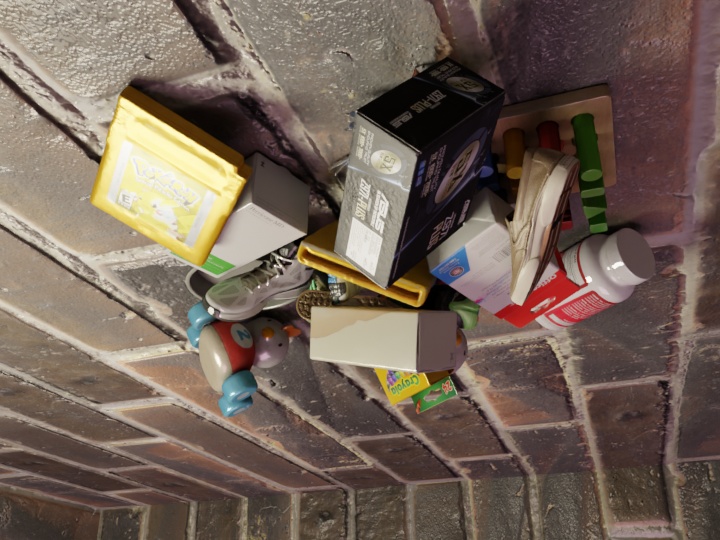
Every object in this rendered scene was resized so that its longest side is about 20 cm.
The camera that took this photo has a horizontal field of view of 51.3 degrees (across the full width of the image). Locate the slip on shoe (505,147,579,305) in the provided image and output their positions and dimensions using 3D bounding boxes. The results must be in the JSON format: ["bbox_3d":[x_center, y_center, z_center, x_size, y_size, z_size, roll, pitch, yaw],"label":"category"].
[{"bbox_3d":[0.202,-0.051,0.893,0.060,0.076,0.202,25,133,22],"label":"slip on shoe"}]

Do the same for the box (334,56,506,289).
[{"bbox_3d":[0.062,-0.106,0.839,0.086,0.163,0.202,35,140,22],"label":"box"}]

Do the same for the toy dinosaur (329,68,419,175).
[{"bbox_3d":[0.048,-0.134,0.944,0.198,0.106,0.181,-29,162,27],"label":"toy dinosaur"}]

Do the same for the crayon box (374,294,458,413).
[{"bbox_3d":[0.070,0.139,1.248,0.050,0.202,0.127,-18,166,-36],"label":"crayon box"}]

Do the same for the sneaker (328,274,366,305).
[{"bbox_3d":[0.000,0.000,1.136,0.085,0.076,0.200,0,-166,8],"label":"sneaker"}]

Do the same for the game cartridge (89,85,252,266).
[{"bbox_3d":[-0.242,-0.109,0.942,0.175,0.033,0.200,31,138,-8],"label":"game cartridge"}]

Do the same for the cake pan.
[{"bbox_3d":[-0.196,0.012,1.274,0.196,0.037,0.201,-1,153,0],"label":"cake pan"}]

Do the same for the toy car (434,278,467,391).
[{"bbox_3d":[0.145,0.102,1.277,0.182,0.203,0.177,12,151,-25],"label":"toy car"}]

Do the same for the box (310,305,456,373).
[{"bbox_3d":[0.029,0.092,1.039,0.198,0.079,0.094,1,179,41],"label":"box"}]

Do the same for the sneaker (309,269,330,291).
[{"bbox_3d":[-0.065,0.047,1.289,0.087,0.078,0.201,-19,150,7],"label":"sneaker"}]

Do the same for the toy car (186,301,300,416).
[{"bbox_3d":[-0.201,0.138,1.417,0.198,0.186,0.177,-23,161,-24],"label":"toy car"}]

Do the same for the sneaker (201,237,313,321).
[{"bbox_3d":[-0.144,-0.003,1.119,0.199,0.076,0.116,-21,145,-43],"label":"sneaker"}]

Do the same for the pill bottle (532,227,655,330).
[{"bbox_3d":[0.365,0.013,1.204,0.111,0.114,0.200,14,150,-27],"label":"pill bottle"}]

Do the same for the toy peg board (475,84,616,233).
[{"bbox_3d":[0.229,-0.117,0.962,0.196,0.099,0.200,-10,152,17],"label":"toy peg board"}]

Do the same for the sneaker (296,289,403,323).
[{"bbox_3d":[-0.002,0.077,1.199,0.197,0.068,0.090,14,170,4],"label":"sneaker"}]

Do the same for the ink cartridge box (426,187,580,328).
[{"bbox_3d":[0.192,-0.010,1.005,0.116,0.068,0.199,-37,131,28],"label":"ink cartridge box"}]

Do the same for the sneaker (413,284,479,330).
[{"bbox_3d":[0.116,0.049,1.118,0.082,0.078,0.200,15,170,-9],"label":"sneaker"}]

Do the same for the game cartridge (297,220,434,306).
[{"bbox_3d":[0.021,-0.016,1.038,0.174,0.033,0.200,21,-166,8],"label":"game cartridge"}]

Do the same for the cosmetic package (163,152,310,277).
[{"bbox_3d":[-0.175,-0.073,1.055,0.198,0.086,0.107,-22,143,38],"label":"cosmetic package"}]
